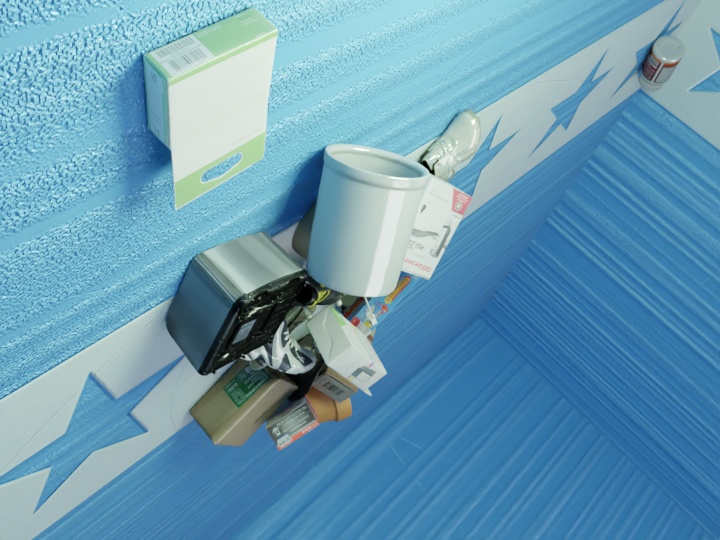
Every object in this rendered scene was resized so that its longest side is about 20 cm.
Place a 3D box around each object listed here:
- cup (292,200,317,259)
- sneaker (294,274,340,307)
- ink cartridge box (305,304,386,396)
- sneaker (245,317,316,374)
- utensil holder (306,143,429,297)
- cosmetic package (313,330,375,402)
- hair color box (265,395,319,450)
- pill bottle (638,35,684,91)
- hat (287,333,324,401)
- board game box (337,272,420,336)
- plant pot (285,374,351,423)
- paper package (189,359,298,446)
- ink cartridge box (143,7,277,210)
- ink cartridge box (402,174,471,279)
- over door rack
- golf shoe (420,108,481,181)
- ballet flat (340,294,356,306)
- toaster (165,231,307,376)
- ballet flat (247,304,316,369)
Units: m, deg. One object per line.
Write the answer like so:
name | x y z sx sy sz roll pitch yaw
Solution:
cup | -0.006 -0.060 1.336 0.200 0.143 0.201 -42 164 -15
sneaker | -0.100 0.041 1.349 0.199 0.085 0.075 21 112 -50
ink cartridge box | -0.018 0.167 1.472 0.067 0.118 0.200 -37 142 6
sneaker | -0.153 0.121 1.417 0.198 0.080 0.131 22 106 -26
utensil holder | 0.005 -0.081 1.157 0.169 0.169 0.202 -21 130 -57
cosmetic package | -0.042 0.213 1.811 0.087 0.103 0.201 -38 -154 45
hair color box | -0.162 0.349 1.699 0.110 0.064 0.200 -32 -179 -6
pill bottle | 1.074 -0.738 2.584 0.109 0.110 0.200 -43 164 -11
hat | -0.140 0.214 1.743 0.201 0.081 0.201 -50 -167 16
board game box | 0.039 0.048 1.718 0.200 0.056 0.196 -47 -165 1
plant pot | -0.127 0.324 1.908 0.139 0.201 0.201 -23 158 -17
paper package | -0.257 0.288 1.607 0.200 0.103 0.191 -45 165 -5
ink cartridge box | -0.166 -0.176 0.806 0.145 0.048 0.201 -37 162 -31
ink cartridge box | 0.121 -0.097 1.492 0.145 0.085 0.201 17 106 -44
over door rack | -0.048 0.073 1.492 0.147 0.067 0.201 -26 127 -11
golf shoe | 0.178 -0.245 1.506 0.097 0.078 0.201 -20 149 -46
ballet flat | 0.000 0.000 1.658 0.063 0.068 0.201 20 113 -43
toaster | -0.193 0.046 1.148 0.180 0.119 0.201 -27 155 -52
ballet flat | -0.172 0.114 1.500 0.200 0.067 0.076 -47 144 -22
